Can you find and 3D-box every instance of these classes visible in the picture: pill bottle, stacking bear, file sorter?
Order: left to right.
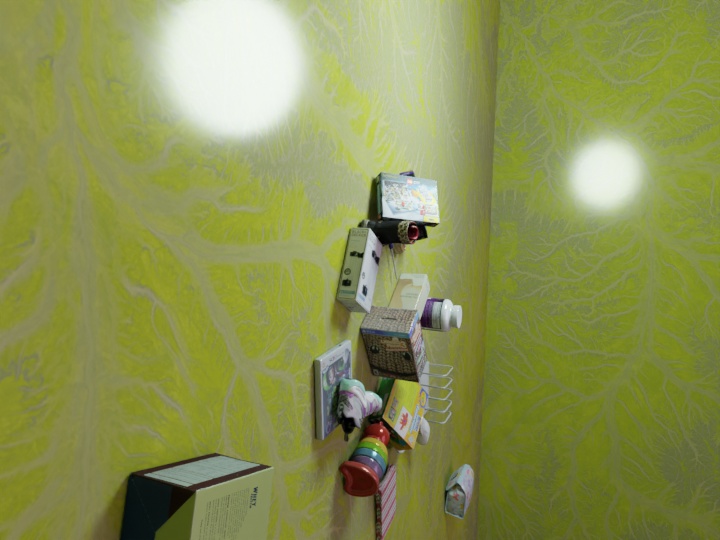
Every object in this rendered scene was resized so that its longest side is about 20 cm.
[{"bbox_3d":[0.029,0.529,1.520,0.201,0.110,0.125,-59,144,-55],"label":"stacking bear"},{"bbox_3d":[0.261,0.157,1.887,0.112,0.193,0.117,4,90,-66],"label":"pill bottle"},{"bbox_3d":[0.298,0.491,2.110,0.138,0.120,0.209,-16,107,-64],"label":"file sorter"}]

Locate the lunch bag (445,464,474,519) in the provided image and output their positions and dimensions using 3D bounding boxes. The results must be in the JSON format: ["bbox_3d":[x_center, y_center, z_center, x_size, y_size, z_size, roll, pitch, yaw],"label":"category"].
[{"bbox_3d":[0.499,1.099,2.652,0.169,0.123,0.208,-34,133,-58],"label":"lunch bag"}]

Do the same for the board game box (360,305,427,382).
[{"bbox_3d":[0.103,0.220,1.581,0.098,0.154,0.205,-59,143,-45],"label":"board game box"}]

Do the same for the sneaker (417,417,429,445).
[{"bbox_3d":[0.207,0.575,1.961,0.100,0.075,0.207,-55,133,-63],"label":"sneaker"}]

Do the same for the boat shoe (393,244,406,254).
[{"bbox_3d":[0.125,-0.137,1.704,0.074,0.061,0.204,-64,148,-40],"label":"boat shoe"}]

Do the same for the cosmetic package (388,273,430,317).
[{"bbox_3d":[0.160,0.106,1.770,0.203,0.102,0.073,-66,147,-42],"label":"cosmetic package"}]

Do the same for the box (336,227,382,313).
[{"bbox_3d":[0.000,0.000,1.436,0.117,0.058,0.207,47,50,-59],"label":"box"}]

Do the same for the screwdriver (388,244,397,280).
[{"bbox_3d":[0.103,-0.055,1.702,0.029,0.027,0.207,-103,-178,-67],"label":"screwdriver"}]

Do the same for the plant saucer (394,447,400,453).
[{"bbox_3d":[0.134,0.521,1.822,0.199,0.048,0.209,4,90,-66],"label":"plant saucer"}]

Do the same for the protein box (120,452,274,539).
[{"bbox_3d":[-0.251,0.412,0.817,0.199,0.130,0.207,21,73,-64],"label":"protein box"}]

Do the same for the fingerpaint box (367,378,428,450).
[{"bbox_3d":[0.124,0.439,1.691,0.167,0.072,0.203,47,45,-23],"label":"fingerpaint box"}]

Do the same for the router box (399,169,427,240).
[{"bbox_3d":[0.177,-0.210,1.737,0.200,0.050,0.163,55,25,-68],"label":"router box"}]

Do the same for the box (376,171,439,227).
[{"bbox_3d":[0.143,-0.211,1.586,0.193,0.038,0.142,4,73,-23],"label":"box"}]

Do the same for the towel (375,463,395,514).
[{"bbox_3d":[0.085,0.781,1.774,0.146,0.029,0.208,-31,123,-63],"label":"towel"}]

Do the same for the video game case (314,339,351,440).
[{"bbox_3d":[-0.067,0.304,1.365,0.181,0.023,0.208,-20,111,-65],"label":"video game case"}]

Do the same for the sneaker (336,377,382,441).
[{"bbox_3d":[-0.012,0.383,1.394,0.200,0.075,0.144,45,53,-48],"label":"sneaker"}]

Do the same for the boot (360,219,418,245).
[{"bbox_3d":[0.097,-0.107,1.536,0.199,0.145,0.076,21,75,-65],"label":"boot"}]
